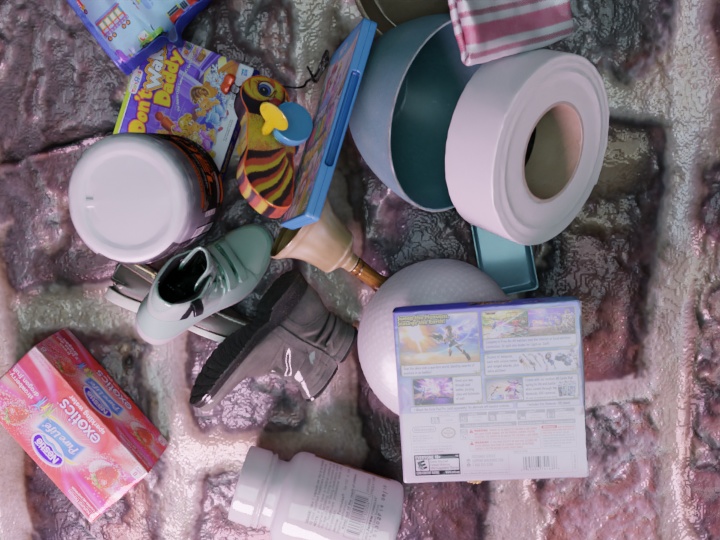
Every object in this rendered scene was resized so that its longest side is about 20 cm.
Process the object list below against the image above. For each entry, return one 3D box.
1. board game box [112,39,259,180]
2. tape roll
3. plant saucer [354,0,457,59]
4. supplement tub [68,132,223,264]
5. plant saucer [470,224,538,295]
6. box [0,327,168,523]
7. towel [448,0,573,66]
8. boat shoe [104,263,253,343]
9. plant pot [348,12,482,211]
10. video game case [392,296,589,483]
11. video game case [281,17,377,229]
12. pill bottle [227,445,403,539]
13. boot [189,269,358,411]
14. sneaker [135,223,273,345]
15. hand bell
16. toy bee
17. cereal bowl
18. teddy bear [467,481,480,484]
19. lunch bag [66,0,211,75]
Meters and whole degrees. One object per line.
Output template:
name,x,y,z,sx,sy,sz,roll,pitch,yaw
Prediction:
board game box,-0.215,-0.163,0.939,0.132,0.045,0.204,20,99,-2
tape roll,0.183,-0.134,0.862,0.200,0.070,0.207,-19,119,-37
plant saucer,0.083,-0.339,0.884,0.195,0.030,0.204,5,118,10
supplement tub,-0.211,-0.079,0.828,0.119,0.200,0.126,0,99,1
plant saucer,0.163,-0.071,0.958,0.068,0.019,0.205,-11,97,3
box,-0.343,0.185,0.970,0.102,0.095,0.201,-39,96,8
towel,0.139,-0.313,0.775,0.144,0.030,0.204,-21,106,-26
boat shoe,-0.201,0.039,0.956,0.198,0.072,0.062,21,89,-8
plant pot,0.059,-0.183,0.871,0.134,0.198,0.204,28,101,41
video game case,0.137,0.126,0.849,0.195,0.045,0.186,-3,96,7
video game case,-0.036,-0.146,0.837,0.017,0.143,0.204,18,85,-14
pill bottle,-0.054,0.286,0.969,0.196,0.114,0.117,18,99,-1
boot,-0.092,0.112,0.928,0.201,0.067,0.131,-49,114,-15
sneaker,-0.156,-0.002,0.887,0.074,0.118,0.200,47,56,1
hand bell,0.000,0.000,0.951,0.199,0.104,0.105,38,98,-17
toy bee,-0.111,-0.164,0.887,0.107,0.203,0.132,18,138,-16
cereal bowl,0.098,0.094,0.929,0.195,0.083,0.205,-4,109,-10
teddy bear,0.189,0.171,0.934,0.067,0.144,0.201,42,99,31
lunch bag,-0.252,-0.330,0.873,0.149,0.094,0.202,-36,85,6
